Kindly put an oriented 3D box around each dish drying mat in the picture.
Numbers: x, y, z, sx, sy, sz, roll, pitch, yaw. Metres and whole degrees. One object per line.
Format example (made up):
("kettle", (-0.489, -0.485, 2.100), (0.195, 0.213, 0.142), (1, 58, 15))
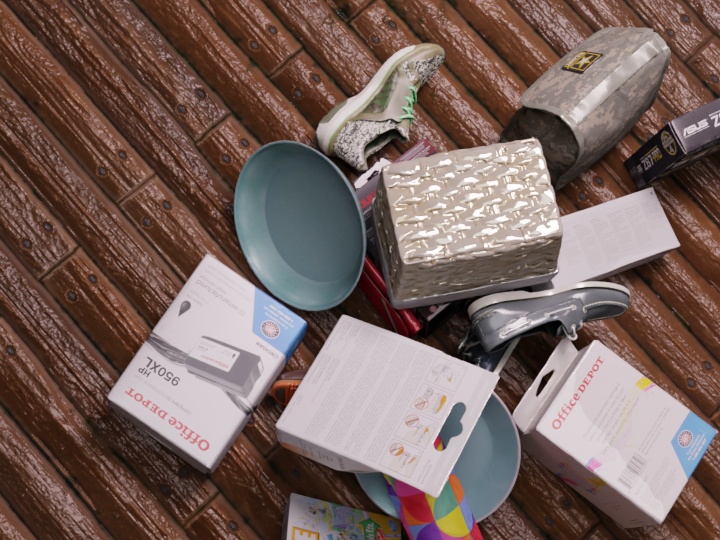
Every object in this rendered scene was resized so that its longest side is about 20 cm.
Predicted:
("dish drying mat", (0.000, 0.000, 1.451), (0.018, 0.077, 0.201), (-36, 83, -15))

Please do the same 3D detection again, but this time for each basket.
("basket", (0.117, -0.053, 1.358), (0.197, 0.124, 0.137), (-11, 70, -4))

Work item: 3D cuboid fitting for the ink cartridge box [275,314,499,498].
("ink cartridge box", (0.031, 0.150, 1.329), (0.198, 0.050, 0.163), (21, 60, 20))

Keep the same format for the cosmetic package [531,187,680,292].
("cosmetic package", (0.285, -0.032, 1.482), (0.198, 0.051, 0.083), (-17, 79, -27))

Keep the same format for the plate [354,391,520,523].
("plate", (0.085, 0.201, 1.402), (0.197, 0.026, 0.203), (3, 106, 10))

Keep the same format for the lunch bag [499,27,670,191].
("lunch bag", (0.272, -0.201, 1.469), (0.164, 0.200, 0.118), (-40, 84, -13))

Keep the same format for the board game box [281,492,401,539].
("board game box", (-0.022, 0.335, 1.319), (0.133, 0.035, 0.201), (15, 32, -9))

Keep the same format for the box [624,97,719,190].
("box", (0.440, -0.176, 1.503), (0.198, 0.161, 0.050), (-26, 81, -11))

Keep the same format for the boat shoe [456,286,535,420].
("boat shoe", (0.151, 0.087, 1.450), (0.062, 0.075, 0.201), (35, 74, 1))

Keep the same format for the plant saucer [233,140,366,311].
("plant saucer", (-0.063, -0.054, 1.420), (0.036, 0.200, 0.201), (-25, 78, -48))

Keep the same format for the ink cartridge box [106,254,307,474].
("ink cartridge box", (-0.173, 0.109, 1.400), (0.144, 0.084, 0.201), (33, 75, 2))

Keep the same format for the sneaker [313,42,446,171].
("sneaker", (0.041, -0.192, 1.496), (0.200, 0.077, 0.089), (-43, 67, -7))

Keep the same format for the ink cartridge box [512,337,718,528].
("ink cartridge box", (0.279, 0.183, 1.415), (0.199, 0.125, 0.129), (38, 75, 3))

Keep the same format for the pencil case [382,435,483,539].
("pencil case", (0.074, 0.261, 1.366), (0.087, 0.088, 0.202), (-22, 100, -11))

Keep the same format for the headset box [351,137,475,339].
("headset box", (0.070, -0.047, 1.461), (0.148, 0.075, 0.200), (-37, 75, -12))

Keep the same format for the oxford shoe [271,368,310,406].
("oxford shoe", (-0.007, 0.124, 1.436), (0.197, 0.072, 0.074), (-1, 54, -9))

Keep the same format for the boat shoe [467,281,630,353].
("boat shoe", (0.221, 0.058, 1.405), (0.197, 0.073, 0.062), (-5, 62, -15))
